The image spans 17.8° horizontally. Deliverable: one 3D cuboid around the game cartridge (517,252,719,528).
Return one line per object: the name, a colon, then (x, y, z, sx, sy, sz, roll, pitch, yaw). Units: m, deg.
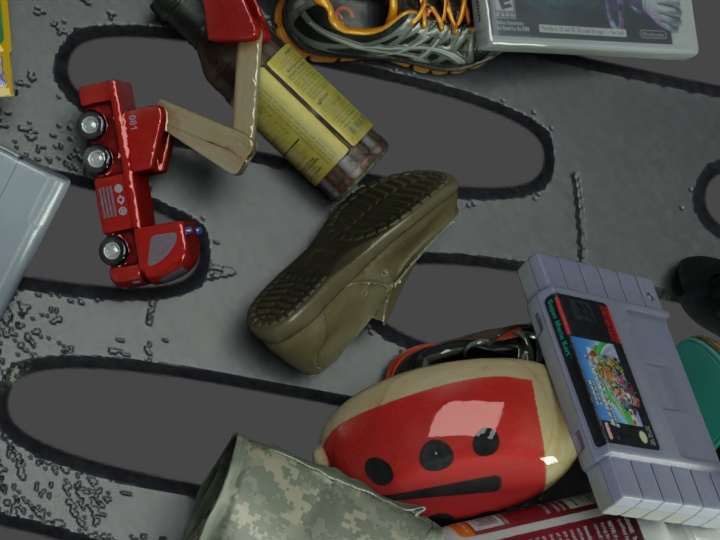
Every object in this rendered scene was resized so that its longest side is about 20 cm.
game cartridge: (0.188, 0.083, 1.616, 0.129, 0.038, 0.201, 16, 47, -43)

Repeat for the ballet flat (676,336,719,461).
ballet flat: (0.284, 0.128, 1.666, 0.063, 0.069, 0.200, 21, 30, -33)

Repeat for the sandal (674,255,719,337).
sandal: (0.304, 0.037, 1.677, 0.076, 0.200, 0.043, -8, 122, -28)

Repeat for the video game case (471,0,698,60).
video game case: (0.164, -0.253, 1.741, 0.199, 0.023, 0.183, -1, 79, -31)

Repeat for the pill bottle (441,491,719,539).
pill bottle: (0.154, 0.218, 1.631, 0.199, 0.113, 0.113, -11, 82, -14)

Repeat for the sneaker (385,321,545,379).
sneaker: (0.121, 0.072, 1.668, 0.199, 0.082, 0.077, -14, 83, -15)

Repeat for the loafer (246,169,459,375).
loafer: (0.000, 0.000, 1.663, 0.200, 0.076, 0.068, -40, 125, -24)

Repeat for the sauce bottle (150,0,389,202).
sauce bottle: (-0.068, -0.139, 1.675, 0.200, 0.065, 0.065, 45, 73, -2)

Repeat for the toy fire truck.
toy fire truck: (-0.125, -0.095, 1.624, 0.140, 0.049, 0.201, -10, 88, 10)

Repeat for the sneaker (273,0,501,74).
sneaker: (0.039, -0.191, 1.703, 0.199, 0.077, 0.079, -6, 79, -15)

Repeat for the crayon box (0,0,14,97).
crayon box: (-0.318, -0.211, 1.637, 0.125, 0.052, 0.201, -4, 80, -13)

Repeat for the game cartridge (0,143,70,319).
game cartridge: (-0.318, -0.048, 1.587, 0.199, 0.040, 0.134, 26, 100, -14)

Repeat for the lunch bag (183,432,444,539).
lunch bag: (-0.052, 0.226, 1.570, 0.164, 0.118, 0.201, 25, 89, -7)

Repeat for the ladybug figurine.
ladybug figurine: (0.066, 0.126, 1.615, 0.199, 0.136, 0.072, -10, 46, -3)
